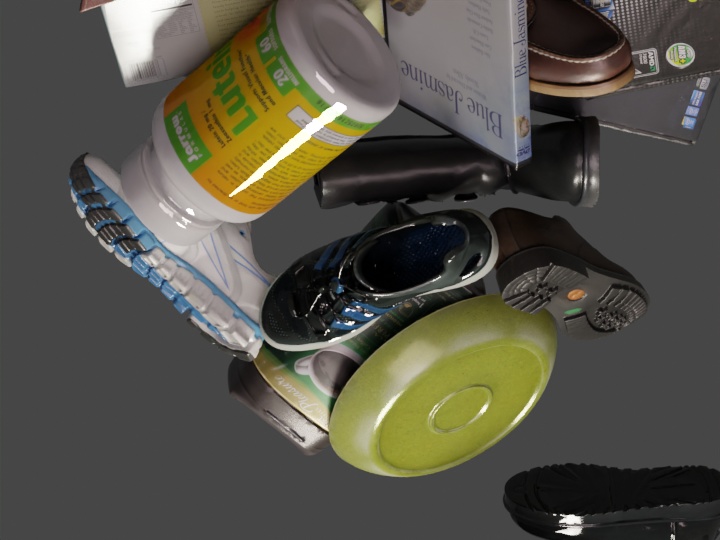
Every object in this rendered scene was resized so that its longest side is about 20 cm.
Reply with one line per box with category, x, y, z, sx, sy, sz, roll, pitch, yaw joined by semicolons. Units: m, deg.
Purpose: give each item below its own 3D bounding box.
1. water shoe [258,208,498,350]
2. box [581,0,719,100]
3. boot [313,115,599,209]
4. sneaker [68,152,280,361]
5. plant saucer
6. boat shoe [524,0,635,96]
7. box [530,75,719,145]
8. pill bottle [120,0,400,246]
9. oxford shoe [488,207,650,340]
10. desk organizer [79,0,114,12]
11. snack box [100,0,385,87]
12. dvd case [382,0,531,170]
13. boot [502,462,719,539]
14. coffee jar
water shoe;0.000;0.000;1.585;0.200;0.079;0.072;-24;76;22
box;0.233;-0.231;1.531;0.193;0.048;0.200;-9;119;4
boot;0.066;-0.078;1.591;0.200;0.165;0.066;0;89;-4
sneaker;-0.133;-0.026;1.659;0.200;0.075;0.087;44;71;-14
plant saucer;0.071;0.098;1.694;0.200;0.031;0.200;-21;144;-16
boat shoe;0.107;-0.176;1.520;0.070;0.200;0.070;-32;127;-29
box;0.198;-0.203;1.595;0.160;0.044;0.200;13;116;-11
pill bottle;-0.077;-0.103;1.557;0.111;0.111;0.200;40;123;-22
oxford shoe;0.159;-0.003;1.664;0.073;0.084;0.200;-32;148;18
desk organizer;-0.155;-0.248;1.457;0.077;0.200;0.072;-17;118;7
snack box;-0.084;-0.202;1.561;0.200;0.037;0.116;-11;136;1
dvd case;0.062;-0.181;1.501;0.018;0.143;0.200;-27;130;-29
boot;0.214;0.243;1.819;0.198;0.073;0.163;-1;121;-4
coffee jar;-0.006;0.048;1.687;0.104;0.085;0.200;40;107;-21
